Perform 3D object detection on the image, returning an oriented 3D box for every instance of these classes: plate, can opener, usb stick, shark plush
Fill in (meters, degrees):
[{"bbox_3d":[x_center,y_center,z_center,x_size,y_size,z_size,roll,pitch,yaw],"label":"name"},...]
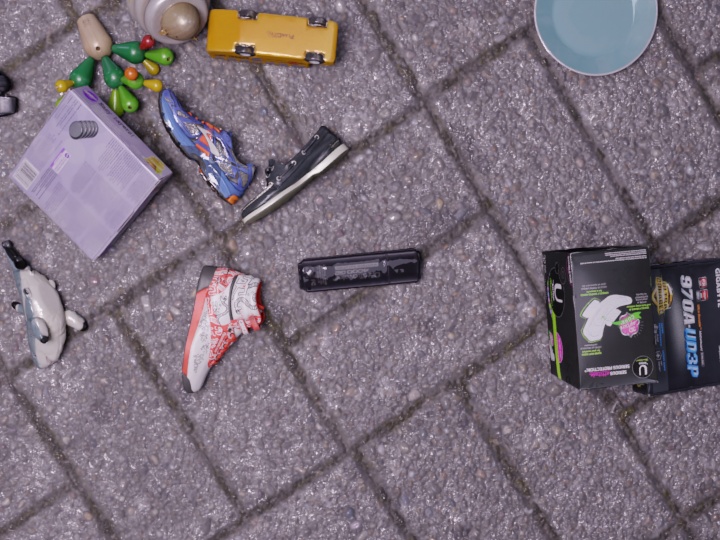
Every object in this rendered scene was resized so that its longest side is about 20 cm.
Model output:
[{"bbox_3d":[0.371,-0.409,1.249,0.197,0.026,0.203,0,92,-1],"label":"plate"},{"bbox_3d":[-0.630,-0.280,1.205,0.197,0.063,0.080,3,93,-2],"label":"can opener"},{"bbox_3d":[0.000,0.000,1.251,0.197,0.033,0.056,-5,99,-2],"label":"usb stick"},{"bbox_3d":[-0.519,0.051,1.223,0.083,0.091,0.201,-27,99,30],"label":"shark plush"}]

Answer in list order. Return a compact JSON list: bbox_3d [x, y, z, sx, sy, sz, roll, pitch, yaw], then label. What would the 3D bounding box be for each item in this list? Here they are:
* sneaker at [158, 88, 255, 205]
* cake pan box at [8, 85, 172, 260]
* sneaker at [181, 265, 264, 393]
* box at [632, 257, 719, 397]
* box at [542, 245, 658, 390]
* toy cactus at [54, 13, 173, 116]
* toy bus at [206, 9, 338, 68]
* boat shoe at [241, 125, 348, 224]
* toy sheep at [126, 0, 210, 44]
[{"bbox_3d":[-0.239,-0.199,1.218,0.078,0.075,0.201,-41,108,-11],"label":"sneaker"},{"bbox_3d":[-0.410,-0.141,1.188,0.184,0.052,0.200,45,114,-3],"label":"cake pan box"},{"bbox_3d":[-0.211,0.099,1.231,0.106,0.067,0.204,10,89,0],"label":"sneaker"},{"bbox_3d":[0.502,0.087,1.246,0.157,0.046,0.203,-6,93,-15],"label":"box"},{"bbox_3d":[0.362,0.067,1.205,0.122,0.149,0.203,-4,92,-3],"label":"box"},{"bbox_3d":[-0.393,-0.315,1.204,0.198,0.102,0.166,-29,83,8],"label":"toy cactus"},{"bbox_3d":[-0.134,-0.353,1.209,0.197,0.078,0.066,5,91,-2],"label":"toy bus"},{"bbox_3d":[-0.114,-0.152,1.221,0.199,0.075,0.066,-38,91,0],"label":"boat shoe"},{"bbox_3d":[-0.289,-0.417,1.174,0.137,0.138,0.201,-28,60,0],"label":"toy sheep"}]
